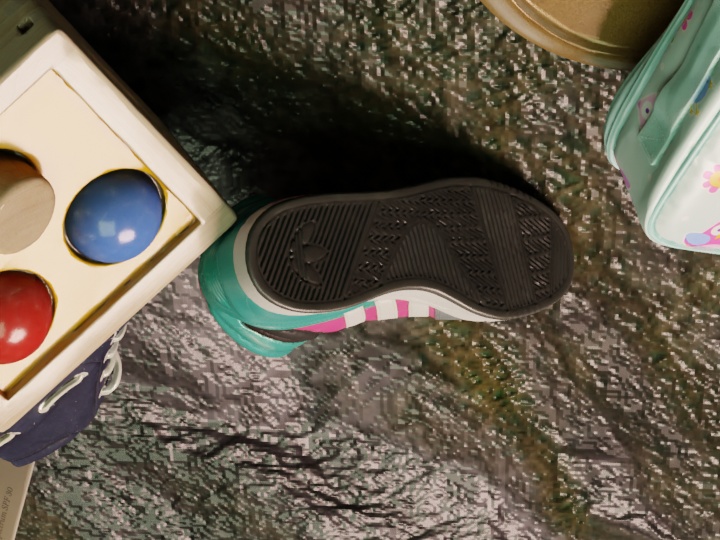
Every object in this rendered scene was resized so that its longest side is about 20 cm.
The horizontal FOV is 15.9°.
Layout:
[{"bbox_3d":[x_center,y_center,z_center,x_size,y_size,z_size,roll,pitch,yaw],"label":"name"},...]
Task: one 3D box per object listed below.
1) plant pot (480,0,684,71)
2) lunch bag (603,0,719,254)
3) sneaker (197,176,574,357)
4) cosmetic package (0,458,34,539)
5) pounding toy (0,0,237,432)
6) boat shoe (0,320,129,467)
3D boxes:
[{"bbox_3d":[0.133,-0.168,1.188,0.198,0.028,0.201,2,130,3],"label":"plant pot"},{"bbox_3d":[0.209,-0.094,1.182,0.159,0.077,0.200,4,136,-26],"label":"lunch bag"},{"bbox_3d":[0.000,0.000,1.310,0.199,0.084,0.120,1,174,-33],"label":"sneaker"},{"bbox_3d":[-0.288,0.120,1.421,0.199,0.104,0.073,19,136,-12],"label":"cosmetic package"},{"bbox_3d":[-0.186,-0.031,1.190,0.184,0.142,0.200,-42,135,1],"label":"pounding toy"},{"bbox_3d":[-0.152,0.028,1.366,0.200,0.075,0.093,-36,146,19],"label":"boat shoe"}]
